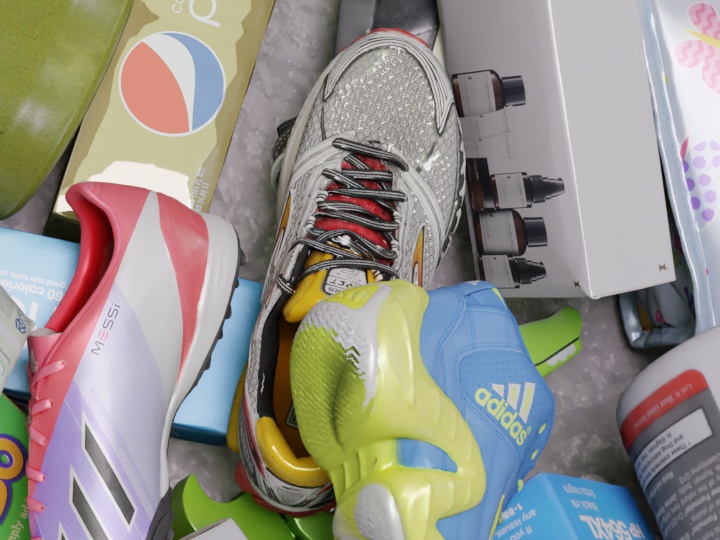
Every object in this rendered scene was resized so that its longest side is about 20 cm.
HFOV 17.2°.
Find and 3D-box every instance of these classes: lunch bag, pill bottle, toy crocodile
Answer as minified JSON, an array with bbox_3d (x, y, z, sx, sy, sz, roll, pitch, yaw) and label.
[{"bbox_3d":[0.190,-0.078,1.045,0.170,0.127,0.200,-12,92,-11],"label":"lunch bag"},{"bbox_3d":[0.187,0.120,0.930,0.116,0.116,0.200,-15,69,-13],"label":"pill bottle"},{"bbox_3d":[0.010,0.070,1.019,0.200,0.068,0.062,-33,88,-14],"label":"toy crocodile"}]

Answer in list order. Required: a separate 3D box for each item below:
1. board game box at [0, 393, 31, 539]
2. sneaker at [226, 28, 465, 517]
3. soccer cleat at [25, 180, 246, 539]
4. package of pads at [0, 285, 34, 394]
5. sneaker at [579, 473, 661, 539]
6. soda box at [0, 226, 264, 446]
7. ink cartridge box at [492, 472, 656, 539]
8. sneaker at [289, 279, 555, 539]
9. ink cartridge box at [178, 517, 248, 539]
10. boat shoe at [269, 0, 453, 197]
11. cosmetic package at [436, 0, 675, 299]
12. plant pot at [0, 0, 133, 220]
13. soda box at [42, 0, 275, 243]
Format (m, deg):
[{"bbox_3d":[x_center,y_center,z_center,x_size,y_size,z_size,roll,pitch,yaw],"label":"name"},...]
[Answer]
[{"bbox_3d":[-0.125,0.135,0.970,0.096,0.030,0.200,-50,116,-14],"label":"board game box"},{"bbox_3d":[0.000,0.000,0.949,0.078,0.082,0.200,11,82,-4],"label":"sneaker"},{"bbox_3d":[-0.107,0.062,0.925,0.073,0.068,0.200,24,73,-28],"label":"soccer cleat"},{"bbox_3d":[-0.249,0.016,0.898,0.200,0.068,0.155,-26,116,25],"label":"package of pads"},{"bbox_3d":[0.145,0.189,1.024,0.081,0.115,0.199,-44,59,17],"label":"sneaker"},{"bbox_3d":[-0.145,0.021,0.997,0.200,0.064,0.068,12,80,-9],"label":"soda box"},{"bbox_3d":[0.077,0.203,0.942,0.146,0.084,0.200,-36,64,20],"label":"ink cartridge box"},{"bbox_3d":[0.036,0.095,0.899,0.105,0.076,0.200,-19,115,-33],"label":"sneaker"},{"bbox_3d":[-0.012,0.194,0.900,0.037,0.095,0.200,-25,54,-27],"label":"ink cartridge box"},{"bbox_3d":[-0.008,-0.039,1.037,0.068,0.072,0.200,18,77,5],"label":"boat shoe"},{"bbox_3d":[0.075,-0.090,0.991,0.051,0.083,0.200,-12,95,-34],"label":"cosmetic package"},{"bbox_3d":[-0.200,-0.116,0.955,0.193,0.200,0.200,27,77,-18],"label":"plant pot"},{"bbox_3d":[-0.076,-0.102,1.027,0.064,0.068,0.200,18,78,-8],"label":"soda box"}]
